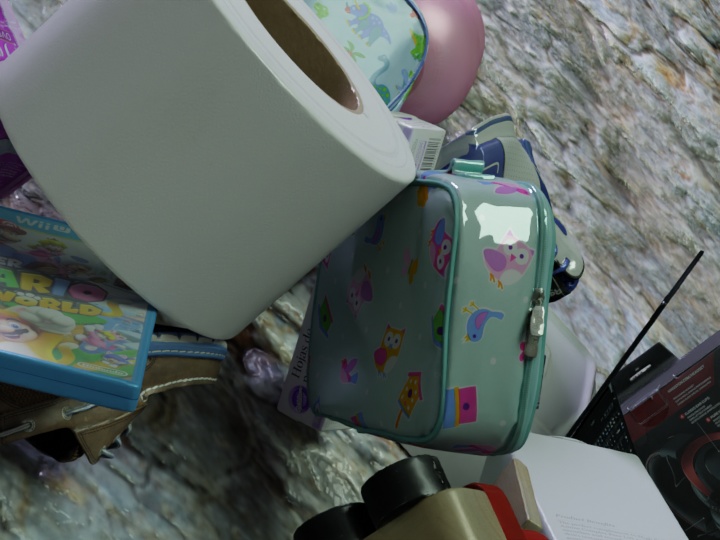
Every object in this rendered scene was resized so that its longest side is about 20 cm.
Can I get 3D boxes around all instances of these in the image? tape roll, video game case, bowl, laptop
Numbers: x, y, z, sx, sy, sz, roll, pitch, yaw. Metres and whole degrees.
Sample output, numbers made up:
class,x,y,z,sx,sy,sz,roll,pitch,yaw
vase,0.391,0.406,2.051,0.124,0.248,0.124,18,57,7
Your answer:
class,x,y,z,sx,sy,sz,roll,pitch,yaw
tape roll,-0.084,-0.082,1.329,0.203,0.139,0.203,45,14,-15
video game case,-0.177,0.012,1.266,0.142,0.018,0.200,14,19,-5
bowl,0.090,0.071,1.667,0.200,0.075,0.200,47,29,-13
laptop,0.202,0.110,1.620,0.177,0.103,0.201,-35,107,-70

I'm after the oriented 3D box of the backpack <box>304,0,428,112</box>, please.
class,x,y,z,sx,sy,sz,roll,pitch,yaw
backpack,-0.047,-0.115,1.524,0.163,0.154,0.200,45,50,4

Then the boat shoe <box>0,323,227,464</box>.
class,x,y,z,sx,sy,sz,roll,pitch,yaw
boat shoe,-0.157,0.066,1.298,0.199,0.072,0.073,-2,94,-40

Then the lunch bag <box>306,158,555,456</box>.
class,x,y,z,sx,sy,sz,roll,pitch,yaw
lunch bag,0.041,0.018,1.370,0.077,0.200,0.161,9,89,-25

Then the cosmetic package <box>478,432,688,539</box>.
class,x,y,z,sx,sy,sz,roll,pitch,yaw
cosmetic package,0.136,0.172,1.440,0.101,0.074,0.200,13,17,-13

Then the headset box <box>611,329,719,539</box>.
class,x,y,z,sx,sy,sz,roll,pitch,yaw
headset box,0.257,0.145,1.746,0.200,0.148,0.075,51,21,0

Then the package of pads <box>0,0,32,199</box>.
class,x,y,z,sx,sy,sz,roll,pitch,yaw
package of pads,-0.254,-0.144,1.384,0.120,0.076,0.201,14,46,-58

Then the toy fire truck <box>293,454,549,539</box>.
class,x,y,z,sx,sy,sz,roll,pitch,yaw
toy fire truck,0.033,0.175,1.352,0.200,0.176,0.129,14,45,-54

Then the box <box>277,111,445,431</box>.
class,x,y,z,sx,sy,sz,roll,pitch,yaw
box,0.000,0.000,1.495,0.039,0.201,0.041,24,14,32

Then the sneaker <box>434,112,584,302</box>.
class,x,y,z,sx,sy,sz,roll,pitch,yaw
sneaker,0.100,-0.032,1.610,0.116,0.080,0.199,62,13,10

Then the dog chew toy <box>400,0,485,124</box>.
class,x,y,z,sx,sy,sz,roll,pitch,yaw
dog chew toy,0.039,-0.174,1.833,0.125,0.124,0.200,51,19,-2
